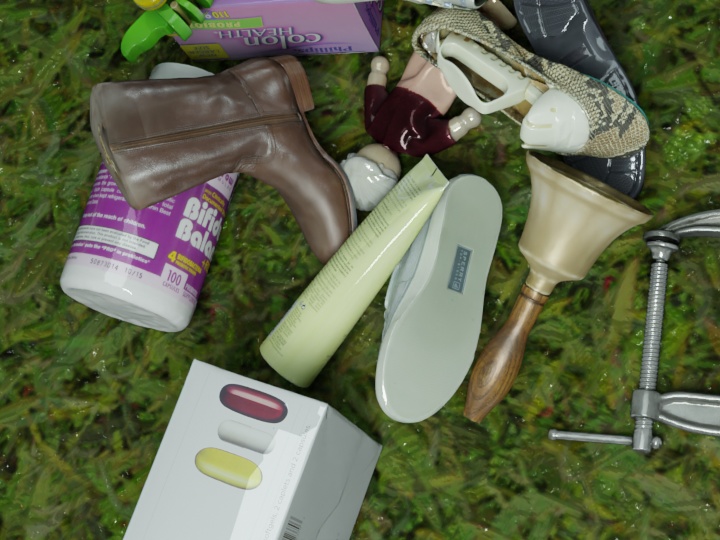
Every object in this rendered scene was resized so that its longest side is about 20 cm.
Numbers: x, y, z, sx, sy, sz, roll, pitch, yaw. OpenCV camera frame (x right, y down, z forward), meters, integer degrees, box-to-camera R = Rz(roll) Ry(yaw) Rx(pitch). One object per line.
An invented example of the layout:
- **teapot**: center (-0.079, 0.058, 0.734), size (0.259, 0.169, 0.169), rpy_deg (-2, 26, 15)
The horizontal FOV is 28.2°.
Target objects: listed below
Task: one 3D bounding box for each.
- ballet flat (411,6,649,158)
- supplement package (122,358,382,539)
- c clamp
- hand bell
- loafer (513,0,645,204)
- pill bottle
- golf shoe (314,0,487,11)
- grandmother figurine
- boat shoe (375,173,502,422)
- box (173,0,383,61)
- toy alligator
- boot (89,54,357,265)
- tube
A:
- **ballet flat**: center (0.119, -0.133, 1.079), size (0.199, 0.068, 0.075), rpy_deg (36, 47, 20)
- **supplement package**: center (-0.084, 0.189, 1.035), size (0.110, 0.156, 0.202), rpy_deg (16, 77, 20)
- **c clamp**: center (0.241, 0.043, 1.063), size (0.169, 0.027, 0.202), rpy_deg (10, 75, 19)
- **hand bell**: center (0.126, 0.023, 1.067), size (0.104, 0.104, 0.201), rpy_deg (31, 103, 23)
- **loafer**: center (0.182, -0.147, 1.125), size (0.071, 0.063, 0.202), rpy_deg (-23, 84, 28)
- **pill bottle**: center (-0.162, -0.061, 1.167), size (0.111, 0.112, 0.202), rpy_deg (12, 76, 19)
- **golf shoe**: center (0.054, -0.234, 1.086), size (0.198, 0.079, 0.098), rpy_deg (-18, 53, -2)
- **grandmother figurine**: center (0.049, -0.135, 1.165), size (0.121, 0.060, 0.201), rpy_deg (30, 85, 47)
- **boat shoe**: center (0.054, 0.024, 1.104), size (0.070, 0.071, 0.203), rpy_deg (25, 71, -17)
- **box**: center (-0.070, -0.293, 1.228), size (0.174, 0.097, 0.202), rpy_deg (0, 72, 16)
- **toy alligator**: center (-0.128, -0.251, 1.145), size (0.054, 0.059, 0.201), rpy_deg (22, 79, 21)
- **boot**: center (-0.106, -0.067, 1.097), size (0.064, 0.199, 0.188), rpy_deg (-23, 87, 47)
- **tube**: center (0.000, 0.000, 1.108), size (0.058, 0.052, 0.201), rpy_deg (42, 100, 28)
